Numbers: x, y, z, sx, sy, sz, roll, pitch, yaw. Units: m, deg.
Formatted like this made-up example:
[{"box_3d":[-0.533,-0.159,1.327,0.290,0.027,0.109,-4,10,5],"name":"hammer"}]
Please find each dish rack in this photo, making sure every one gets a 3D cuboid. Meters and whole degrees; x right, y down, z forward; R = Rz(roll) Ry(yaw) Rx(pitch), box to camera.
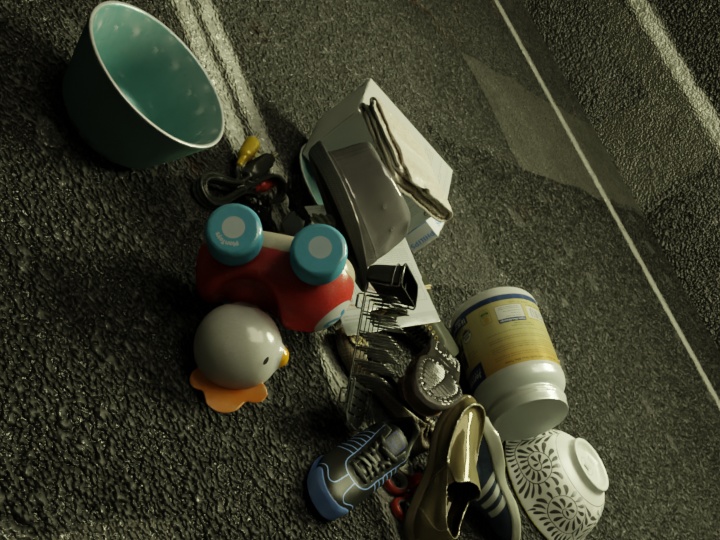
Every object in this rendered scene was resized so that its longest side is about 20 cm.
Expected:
[{"box_3d":[0.022,0.097,1.332,0.153,0.054,0.202,50,50,-74],"name":"dish rack"}]

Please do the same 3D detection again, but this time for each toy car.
[{"box_3d":[-0.107,0.063,1.184,0.175,0.185,0.202,13,70,1],"name":"toy car"}]

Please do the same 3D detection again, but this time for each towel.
[{"box_3d":[0.067,-0.150,1.501,0.200,0.034,0.133,31,35,-63],"name":"towel"}]

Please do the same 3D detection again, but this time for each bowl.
[{"box_3d":[-0.264,-0.197,1.268,0.201,0.105,0.202,40,29,-28],"name":"bowl"},{"box_3d":[0.317,0.318,1.681,0.200,0.094,0.202,41,30,-29],"name":"bowl"}]

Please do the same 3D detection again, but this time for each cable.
[{"box_3d":[-0.159,-0.111,1.449,0.200,0.050,0.098,-44,116,-52],"name":"cable"}]

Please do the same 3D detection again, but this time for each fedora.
[{"box_3d":[0.006,-0.082,1.377,0.177,0.090,0.201,-121,-170,-56],"name":"fedora"}]

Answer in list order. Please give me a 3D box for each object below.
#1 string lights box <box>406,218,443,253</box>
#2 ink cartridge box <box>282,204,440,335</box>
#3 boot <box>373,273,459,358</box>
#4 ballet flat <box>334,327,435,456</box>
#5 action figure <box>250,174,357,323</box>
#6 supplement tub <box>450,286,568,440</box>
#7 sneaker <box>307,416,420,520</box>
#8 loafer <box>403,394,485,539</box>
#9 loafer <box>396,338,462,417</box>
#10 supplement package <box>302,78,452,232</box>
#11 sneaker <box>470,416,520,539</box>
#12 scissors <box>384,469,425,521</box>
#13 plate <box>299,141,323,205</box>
[{"box_3d":[0.057,-0.138,1.810,0.200,0.059,0.103,51,26,-9],"name":"string lights box"},{"box_3d":[0.000,0.000,1.494,0.161,0.057,0.201,-7,67,-34],"name":"ink cartridge box"},{"box_3d":[0.085,0.085,1.582,0.139,0.077,0.200,62,27,3],"name":"boot"},{"box_3d":[0.036,0.153,1.440,0.201,0.046,0.067,55,24,-1],"name":"ballet flat"},{"box_3d":[-0.081,-0.023,1.374,0.102,0.118,0.201,70,-4,-54],"name":"action figure"},{"box_3d":[0.228,0.142,1.674,0.144,0.144,0.201,28,37,-44],"name":"supplement tub"},{"box_3d":[0.007,0.219,1.273,0.070,0.078,0.200,55,25,0],"name":"sneaker"},{"box_3d":[0.119,0.250,1.348,0.076,0.067,0.201,44,59,-45],"name":"loafer"},{"box_3d":[0.084,0.149,1.388,0.073,0.071,0.200,45,14,2],"name":"loafer"},{"box_3d":[0.029,-0.164,1.663,0.200,0.119,0.122,46,29,-18],"name":"supplement package"},{"box_3d":[0.156,0.292,1.464,0.075,0.084,0.202,-123,-165,-70],"name":"sneaker"},{"box_3d":[0.083,0.277,1.418,0.200,0.014,0.074,3,56,-61],"name":"scissors"},{"box_3d":[-0.030,-0.106,1.662,0.200,0.026,0.201,41,28,-27],"name":"plate"}]
